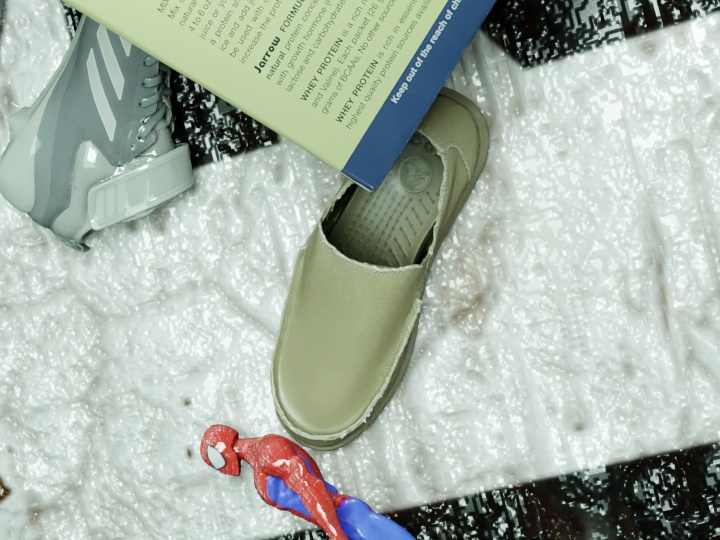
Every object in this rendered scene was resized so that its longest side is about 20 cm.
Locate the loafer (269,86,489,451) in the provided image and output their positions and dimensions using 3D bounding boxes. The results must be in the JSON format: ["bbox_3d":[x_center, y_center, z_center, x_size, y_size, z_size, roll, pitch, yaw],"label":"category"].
[{"bbox_3d":[0.000,0.000,0.894,0.075,0.067,0.202,24,102,15],"label":"loafer"}]

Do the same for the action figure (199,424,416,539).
[{"bbox_3d":[0.001,0.135,0.908,0.199,0.065,0.052,32,87,13],"label":"action figure"}]

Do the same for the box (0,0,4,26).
[{"bbox_3d":[-0.280,-0.069,0.950,0.114,0.132,0.202,10,98,19],"label":"box"}]

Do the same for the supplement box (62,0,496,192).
[{"bbox_3d":[-0.030,-0.183,0.811,0.199,0.134,0.201,30,101,-13],"label":"supplement box"}]

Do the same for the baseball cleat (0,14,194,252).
[{"bbox_3d":[-0.115,-0.101,0.934,0.106,0.070,0.201,37,114,5],"label":"baseball cleat"}]
